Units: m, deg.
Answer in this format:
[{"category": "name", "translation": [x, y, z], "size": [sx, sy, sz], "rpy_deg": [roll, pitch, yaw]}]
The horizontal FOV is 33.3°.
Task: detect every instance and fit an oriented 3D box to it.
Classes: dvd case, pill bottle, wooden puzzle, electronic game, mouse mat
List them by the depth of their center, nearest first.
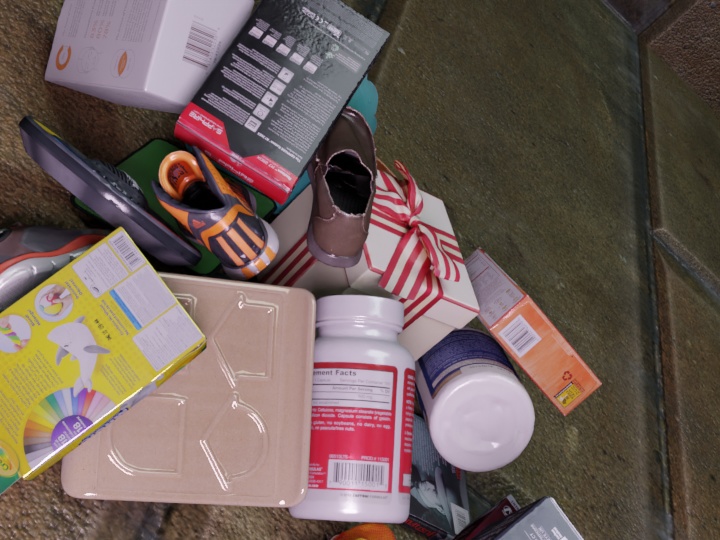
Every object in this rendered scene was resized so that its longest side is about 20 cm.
[{"category": "wooden puzzle", "translation": [-0.141, 0.099, 0.999], "size": [0.199, 0.046, 0.187], "rpy_deg": [6, 77, -17]}, {"category": "electronic game", "translation": [-0.222, -0.070, 1.079], "size": [0.200, 0.042, 0.200], "rpy_deg": [39, -3, 2]}, {"category": "pill bottle", "translation": [-0.006, 0.128, 1.109], "size": [0.112, 0.112, 0.201], "rpy_deg": [14, 74, -44]}, {"category": "mouse mat", "translation": [-0.185, -0.069, 1.234], "size": [0.160, 0.008, 0.200], "rpy_deg": [29, 31, 4]}, {"category": "dvd case", "translation": [0.035, 0.198, 1.252], "size": [0.199, 0.022, 0.147], "rpy_deg": [29, 35, -28]}, {"category": "pill bottle", "translation": [0.116, 0.128, 1.310], "size": [0.111, 0.111, 0.200], "rpy_deg": [40, 10, -15]}]

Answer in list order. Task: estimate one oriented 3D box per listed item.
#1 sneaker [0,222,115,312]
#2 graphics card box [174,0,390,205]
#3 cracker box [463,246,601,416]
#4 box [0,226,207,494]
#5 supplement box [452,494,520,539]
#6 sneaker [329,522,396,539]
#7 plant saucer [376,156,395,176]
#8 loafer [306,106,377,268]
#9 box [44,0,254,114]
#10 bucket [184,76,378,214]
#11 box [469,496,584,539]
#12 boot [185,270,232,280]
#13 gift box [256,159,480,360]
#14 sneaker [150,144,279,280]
[{"category": "sneaker", "translation": [-0.275, -0.017, 1.044], "size": [0.082, 0.077, 0.200], "rpy_deg": [39, 20, 14]}, {"category": "graphics card box", "translation": [-0.073, -0.177, 1.144], "size": [0.125, 0.051, 0.201], "rpy_deg": [31, 70, -3]}, {"category": "cracker box", "translation": [0.175, 0.062, 1.324], "size": [0.134, 0.058, 0.200], "rpy_deg": [48, 4, -17]}, {"category": "box", "translation": [-0.231, 0.073, 0.932], "size": [0.118, 0.200, 0.048], "rpy_deg": [52, -14, 6]}, {"category": "supplement box", "translation": [0.115, 0.313, 1.162], "size": [0.109, 0.061, 0.200], "rpy_deg": [52, 38, 6]}, {"category": "sneaker", "translation": [-0.011, 0.270, 1.054], "size": [0.073, 0.077, 0.200], "rpy_deg": [51, 28, 7]}, {"category": "plant saucer", "translation": [-0.001, -0.087, 1.522], "size": [0.200, 0.032, 0.201], "rpy_deg": [32, 34, -25]}, {"category": "loafer", "translation": [-0.010, -0.095, 1.170], "size": [0.073, 0.071, 0.201], "rpy_deg": [11, 48, -16]}, {"category": "box", "translation": [-0.216, -0.232, 1.213], "size": [0.097, 0.125, 0.199], "rpy_deg": [16, 0, -44]}, {"category": "bucket", "translation": [-0.091, -0.170, 1.342], "size": [0.207, 0.207, 0.135], "rpy_deg": [44, 35, -7]}, {"category": "box", "translation": [0.092, 0.298, 1.000], "size": [0.200, 0.149, 0.107], "rpy_deg": [-34, 81, -24]}, {"category": "boot", "translation": [-0.144, 0.064, 1.122], "size": [0.198, 0.073, 0.163], "rpy_deg": [27, 34, -31]}, {"category": "gift box", "translation": [0.000, 0.000, 1.268], "size": [0.199, 0.187, 0.185], "rpy_deg": [18, 41, -43]}, {"category": "sneaker", "translation": [-0.148, -0.075, 1.117], "size": [0.112, 0.078, 0.200], "rpy_deg": [51, -9, -33]}]
